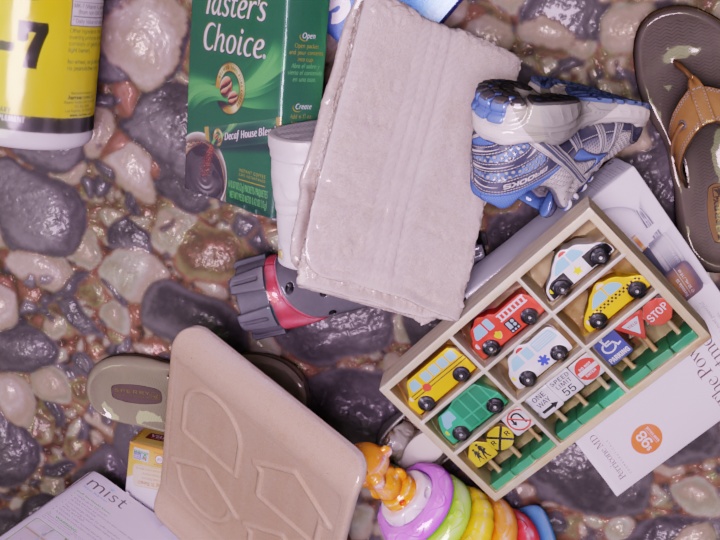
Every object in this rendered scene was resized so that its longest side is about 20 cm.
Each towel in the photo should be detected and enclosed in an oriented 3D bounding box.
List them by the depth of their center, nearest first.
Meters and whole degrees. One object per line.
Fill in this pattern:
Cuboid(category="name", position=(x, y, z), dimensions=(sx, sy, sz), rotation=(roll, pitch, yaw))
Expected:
Cuboid(category="towel", position=(0.031, -0.071, 0.710), dimensions=(0.132, 0.034, 0.202), rotation=(17, 86, -26))

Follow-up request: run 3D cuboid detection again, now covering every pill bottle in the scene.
Cuboid(category="pill bottle", position=(-0.252, -0.200, 0.799), dimensions=(0.113, 0.114, 0.202), rotation=(10, 105, 8))

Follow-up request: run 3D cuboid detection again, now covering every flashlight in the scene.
Cuboid(category="flashlight", position=(0.000, 0.000, 0.827), dimensions=(0.198, 0.068, 0.069), rotation=(-15, 89, 14))

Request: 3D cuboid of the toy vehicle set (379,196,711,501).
Cuboid(category="toy vehicle set", position=(0.125, 0.060, 0.739), dimensions=(0.124, 0.027, 0.200), rotation=(43, 112, -10))

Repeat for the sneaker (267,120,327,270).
Cuboid(category="sneaker", position=(0.025, -0.054, 0.777), dimensions=(0.198, 0.074, 0.117), rotation=(-9, 113, -24))

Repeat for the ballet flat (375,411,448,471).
Cuboid(category="ballet flat", position=(0.088, 0.103, 0.836), dimensions=(0.067, 0.064, 0.200), rotation=(45, 107, -3))

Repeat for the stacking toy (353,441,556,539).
Cuboid(category="stacking toy", position=(0.054, 0.192, 0.809), dimensions=(0.116, 0.110, 0.200), rotation=(-38, 116, 17))

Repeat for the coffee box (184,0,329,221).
Cuboid(category="coffee box", position=(-0.080, -0.148, 0.785), dimensions=(0.123, 0.044, 0.202), rotation=(21, 111, 44))

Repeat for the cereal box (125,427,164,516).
Cuboid(category="cereal box", position=(-0.138, 0.249, 0.925), dimensions=(0.143, 0.040, 0.202), rotation=(10, 105, 9))

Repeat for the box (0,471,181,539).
Cuboid(category="box", position=(-0.196, 0.276, 0.829), dimensions=(0.199, 0.176, 0.097), rotation=(33, 112, 9))

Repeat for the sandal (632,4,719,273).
Cuboid(category="sandal", position=(0.248, -0.091, 0.764), dimensions=(0.081, 0.055, 0.202), rotation=(-8, 102, 12))

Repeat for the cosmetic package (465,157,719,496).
Cuboid(category="cosmetic package", position=(0.189, 0.043, 0.783), dimensions=(0.150, 0.052, 0.200), rotation=(-37, 103, 7))

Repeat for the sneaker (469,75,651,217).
Cuboid(category="sneaker", position=(0.130, -0.084, 0.724), dimensions=(0.077, 0.199, 0.086), rotation=(25, 113, 34))

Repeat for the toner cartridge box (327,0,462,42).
Cuboid(category="toner cartridge box", position=(0.051, -0.242, 0.770), dimensions=(0.095, 0.043, 0.200), rotation=(41, 107, -2))

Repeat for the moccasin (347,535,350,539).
Cuboid(category="moccasin", position=(-0.033, 0.303, 0.908), dimensions=(0.073, 0.078, 0.203), rotation=(9, 109, 24))

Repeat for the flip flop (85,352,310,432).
Cuboid(category="flip flop", position=(-0.139, 0.109, 0.882), dimensions=(0.198, 0.058, 0.082), rotation=(5, 104, 9))

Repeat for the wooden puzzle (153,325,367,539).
Cuboid(category="wooden puzzle", position=(-0.077, 0.161, 0.808), dimensions=(0.185, 0.046, 0.201), rotation=(34, 129, 25))
